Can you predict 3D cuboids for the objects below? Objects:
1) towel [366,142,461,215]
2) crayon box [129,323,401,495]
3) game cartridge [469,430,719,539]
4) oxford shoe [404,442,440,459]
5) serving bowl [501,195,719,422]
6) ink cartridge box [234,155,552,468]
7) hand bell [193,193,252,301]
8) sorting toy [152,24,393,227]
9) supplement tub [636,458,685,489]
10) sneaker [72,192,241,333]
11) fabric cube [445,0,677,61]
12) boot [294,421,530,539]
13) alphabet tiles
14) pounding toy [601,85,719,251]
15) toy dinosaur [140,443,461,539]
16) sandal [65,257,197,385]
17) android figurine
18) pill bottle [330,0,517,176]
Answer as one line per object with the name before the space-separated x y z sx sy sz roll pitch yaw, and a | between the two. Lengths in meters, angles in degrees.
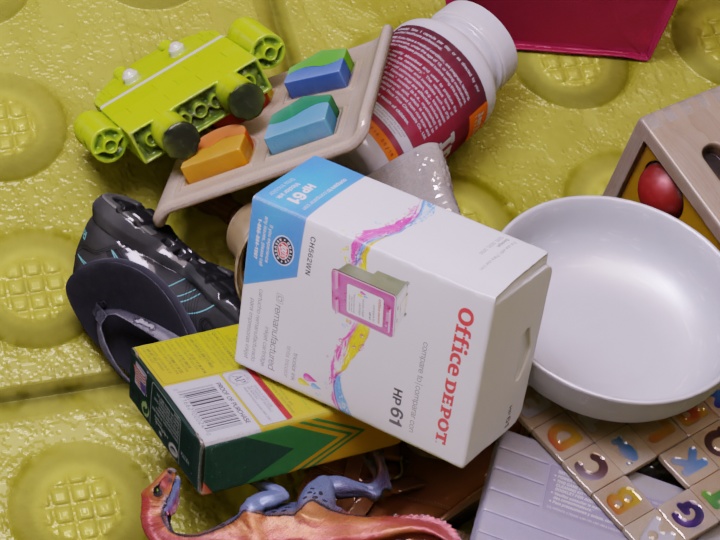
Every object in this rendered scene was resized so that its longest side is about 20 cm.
towel | 0.000 0.000 1.637 0.200 0.034 0.133 -30 60 19
crayon box | -0.054 0.089 1.525 0.200 0.051 0.127 -12 37 -26
game cartridge | 0.180 0.194 1.468 0.200 0.038 0.130 20 39 0
oxford shoe | 0.063 0.078 1.582 0.071 0.071 0.200 -1 27 2
serving bowl | 0.184 0.038 1.533 0.200 0.066 0.200 7 47 -7
ink cartridge box | 0.020 0.027 1.452 0.200 0.145 0.085 23 34 23
hand bell | -0.098 -0.044 1.657 0.104 0.104 0.200 -21 33 -22
sorting toy | -0.071 -0.123 1.654 0.200 0.036 0.185 -22 26 20
supplement tub | 0.216 0.123 1.613 0.122 0.123 0.200 -1 59 -12
sneaker | -0.143 0.022 1.639 0.200 0.075 0.079 37 104 16
fabric cube | 0.184 -0.328 1.844 0.196 0.200 0.200 3 60 -10
boot | 0.042 0.151 1.601 0.155 0.077 0.200 21 64 7
alphabet tiles | 0.208 0.108 1.526 0.167 0.008 0.200 -26 59 -30
pounding toy | 0.286 -0.024 1.681 0.142 0.184 0.200 -22 65 -23
toy dinosaur | -0.057 0.172 1.476 0.181 0.200 0.105 -6 90 -34
sandal | -0.154 0.069 1.586 0.200 0.076 0.043 49 24 10
android figurine | -0.150 -0.148 1.699 0.182 0.041 0.200 -31 28 -8
pill bottle | 0.041 -0.140 1.748 0.113 0.113 0.200 39 60 14
